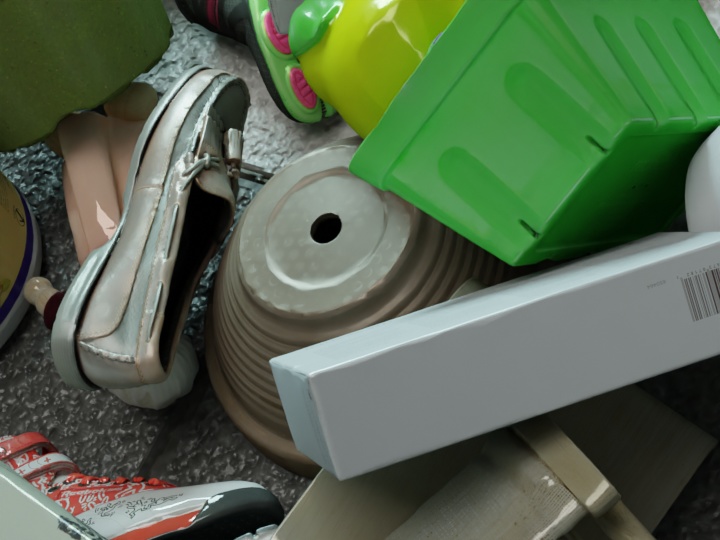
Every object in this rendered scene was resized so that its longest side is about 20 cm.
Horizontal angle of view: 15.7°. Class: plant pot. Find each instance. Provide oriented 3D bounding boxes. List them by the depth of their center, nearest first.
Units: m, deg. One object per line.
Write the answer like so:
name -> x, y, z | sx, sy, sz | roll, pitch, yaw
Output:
plant pot -> 0.000, 0.000, 1.334 | 0.200, 0.093, 0.202 | -13, 55, 19
plant pot -> -0.202, -0.174, 1.444 | 0.199, 0.191, 0.200 | -29, 16, 9

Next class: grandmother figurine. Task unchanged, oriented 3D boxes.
grandmother figurine -> -0.130, -0.006, 1.425 | 0.121, 0.061, 0.201 | -32, 49, 17

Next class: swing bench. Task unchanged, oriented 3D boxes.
swing bench -> 0.063, 0.191, 1.119 | 0.199, 0.130, 0.200 | -42, 79, -1

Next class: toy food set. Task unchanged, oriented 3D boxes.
toy food set -> 0.057, 0.118, 1.240 | 0.143, 0.060, 0.200 | 34, 75, 11

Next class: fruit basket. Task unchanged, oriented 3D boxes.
fruit basket -> 0.065, -0.100, 1.266 | 0.156, 0.215, 0.216 | -51, 48, 24

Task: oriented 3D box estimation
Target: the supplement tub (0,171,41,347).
supplement tub -> -0.278, -0.037, 1.424 | 0.145, 0.200, 0.146 | -12, 56, 19

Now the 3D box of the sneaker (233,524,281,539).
sneaker -> -0.070, 0.205, 1.267 | 0.200, 0.074, 0.087 | -48, 62, 2

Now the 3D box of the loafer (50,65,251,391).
loafer -> -0.091, -0.020, 1.353 | 0.063, 0.072, 0.201 | 6, 56, 28

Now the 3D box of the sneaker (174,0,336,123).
sneaker -> -0.059, -0.161, 1.483 | 0.076, 0.084, 0.201 | -10, 60, -30

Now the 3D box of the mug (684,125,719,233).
mug -> 0.250, -0.007, 1.196 | 0.175, 0.147, 0.201 | -13, 86, 28

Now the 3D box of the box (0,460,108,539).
box -> -0.146, 0.151, 1.237 | 0.200, 0.082, 0.069 | 30, 83, 39

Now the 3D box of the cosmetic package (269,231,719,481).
cosmetic package -> 0.067, 0.034, 1.153 | 0.199, 0.151, 0.052 | -18, 95, -7

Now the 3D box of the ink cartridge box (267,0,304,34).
ink cartridge box -> 0.020, -0.217, 1.393 | 0.147, 0.086, 0.200 | -8, 34, 6

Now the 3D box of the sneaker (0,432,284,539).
sneaker -> -0.141, 0.122, 1.344 | 0.201, 0.067, 0.108 | -25, 55, 14
